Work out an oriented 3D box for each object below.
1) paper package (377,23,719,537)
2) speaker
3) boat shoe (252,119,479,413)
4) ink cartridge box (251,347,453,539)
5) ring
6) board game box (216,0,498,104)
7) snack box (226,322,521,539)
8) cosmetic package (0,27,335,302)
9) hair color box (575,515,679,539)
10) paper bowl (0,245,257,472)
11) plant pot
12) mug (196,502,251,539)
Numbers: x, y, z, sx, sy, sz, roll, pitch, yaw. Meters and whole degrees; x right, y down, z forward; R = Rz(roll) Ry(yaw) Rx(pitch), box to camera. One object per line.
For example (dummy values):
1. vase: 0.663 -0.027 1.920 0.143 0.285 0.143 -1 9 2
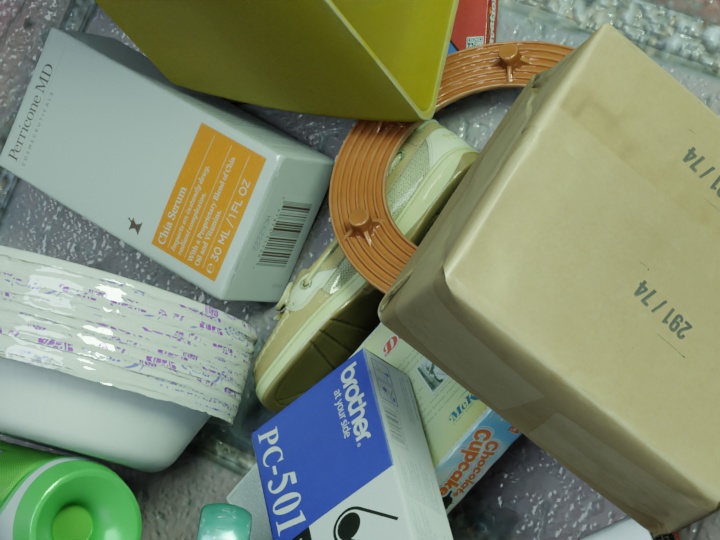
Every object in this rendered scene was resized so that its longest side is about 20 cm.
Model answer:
1. paper package: 0.144 0.005 1.255 0.200 0.103 0.191 37 68 -8
2. speaker: -0.211 0.148 1.434 0.200 0.088 0.089 3 77 57
3. boat shoe: -0.001 -0.001 1.424 0.063 0.073 0.201 40 93 34
4. ink cartridge box: 0.000 0.148 1.298 0.094 0.044 0.200 -39 41 22
5. ring: 0.076 -0.061 1.371 0.199 0.019 0.201 -9 53 12
6. board game box: -0.007 -0.161 1.493 0.199 0.019 0.103 -1 76 25
7. snack box: 0.014 0.105 1.380 0.200 0.037 0.116 -49 43 13
8. cosmetic package: -0.124 -0.068 1.487 0.200 0.071 0.102 29 103 28
9. hair color box: 0.098 0.222 1.326 0.199 0.061 0.102 -26 69 19
10. paper bowl: -0.169 0.058 1.414 0.200 0.201 0.105 10 81 27
11. plant pot: -0.061 -0.211 1.405 0.176 0.200 0.201 -7 55 31
12. mug: -0.085 0.242 1.333 0.152 0.114 0.185 42 86 -1
